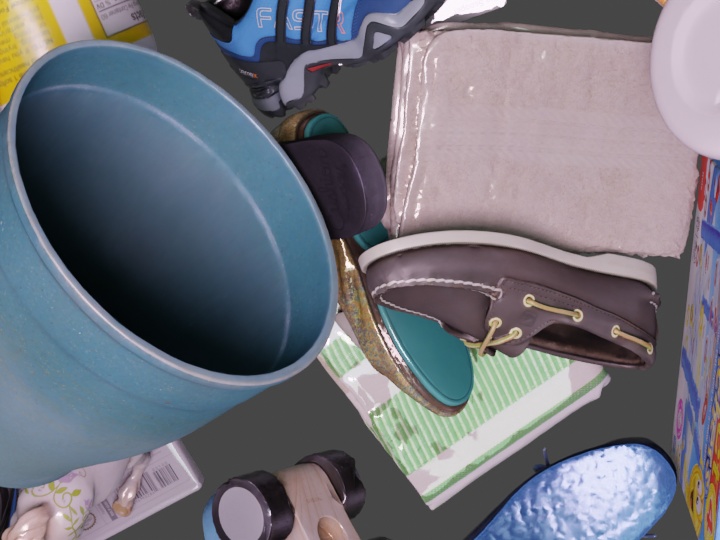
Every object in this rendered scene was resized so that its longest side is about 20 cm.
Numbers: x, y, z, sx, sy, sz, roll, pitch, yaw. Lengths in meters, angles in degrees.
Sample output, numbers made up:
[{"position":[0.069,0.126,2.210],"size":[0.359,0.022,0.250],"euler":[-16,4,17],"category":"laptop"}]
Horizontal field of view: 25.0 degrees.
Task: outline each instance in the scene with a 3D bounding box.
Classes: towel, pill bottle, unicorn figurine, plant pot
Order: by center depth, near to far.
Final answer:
[{"position":[-0.146,0.016,0.852],"size":[0.200,0.200,0.188],"euler":[47,124,-7],"category":"plant pot"},{"position":[0.259,-0.105,0.880],"size":[0.199,0.111,0.111],"euler":[5,108,-40],"category":"pill bottle"},{"position":[-0.188,-0.150,0.942],"size":[0.114,0.114,0.201],"euler":[-22,100,9],"category":"pill bottle"},{"position":[0.110,-0.074,0.949],"size":[0.199,0.034,0.133],"euler":[3,105,-18],"category":"towel"},{"position":[-0.166,0.112,0.984],"size":[0.073,0.201,0.138],"euler":[16,131,-4],"category":"unicorn figurine"},{"position":[0.044,0.031,1.013],"size":[0.152,0.023,0.200],"euler":[-35,96,10],"category":"towel"}]

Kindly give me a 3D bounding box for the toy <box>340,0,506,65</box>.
[{"position":[-0.001,-0.228,0.942],"size":[0.115,0.047,0.201],"euler":[-18,101,10],"category":"toy"}]

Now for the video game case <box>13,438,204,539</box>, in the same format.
[{"position":[-0.211,0.086,1.048],"size":[0.143,0.018,0.201],"euler":[-28,100,11],"category":"video game case"}]

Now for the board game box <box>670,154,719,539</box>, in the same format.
[{"position":[0.221,0.046,0.911],"size":[0.056,0.196,0.201],"euler":[4,103,4],"category":"board game box"}]

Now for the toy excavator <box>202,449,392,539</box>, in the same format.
[{"position":[-0.061,0.237,1.029],"size":[0.200,0.100,0.195],"euler":[-38,74,34],"category":"toy excavator"}]

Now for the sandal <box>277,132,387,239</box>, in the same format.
[{"position":[-0.068,-0.040,0.934],"size":[0.200,0.043,0.076],"euler":[-15,96,49],"category":"sandal"}]

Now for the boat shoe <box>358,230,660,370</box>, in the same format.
[{"position":[0.092,0.020,0.937],"size":[0.200,0.072,0.061],"euler":[7,70,-28],"category":"boat shoe"}]

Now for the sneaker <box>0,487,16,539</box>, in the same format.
[{"position":[-0.242,0.108,1.004],"size":[0.070,0.083,0.201],"euler":[10,104,2],"category":"sneaker"}]

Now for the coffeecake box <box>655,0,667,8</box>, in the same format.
[{"position":[0.170,-0.251,0.909],"size":[0.200,0.073,0.154],"euler":[39,105,-5],"category":"coffeecake box"}]

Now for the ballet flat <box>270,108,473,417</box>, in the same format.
[{"position":[0.000,0.000,0.970],"size":[0.070,0.071,0.201],"euler":[-28,96,10],"category":"ballet flat"}]

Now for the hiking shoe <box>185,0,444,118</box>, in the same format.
[{"position":[-0.015,-0.159,0.907],"size":[0.200,0.075,0.087],"euler":[-31,112,38],"category":"hiking shoe"}]

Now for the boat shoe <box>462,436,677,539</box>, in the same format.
[{"position":[0.108,0.163,1.017],"size":[0.199,0.069,0.084],"euler":[-33,86,16],"category":"boat shoe"}]
